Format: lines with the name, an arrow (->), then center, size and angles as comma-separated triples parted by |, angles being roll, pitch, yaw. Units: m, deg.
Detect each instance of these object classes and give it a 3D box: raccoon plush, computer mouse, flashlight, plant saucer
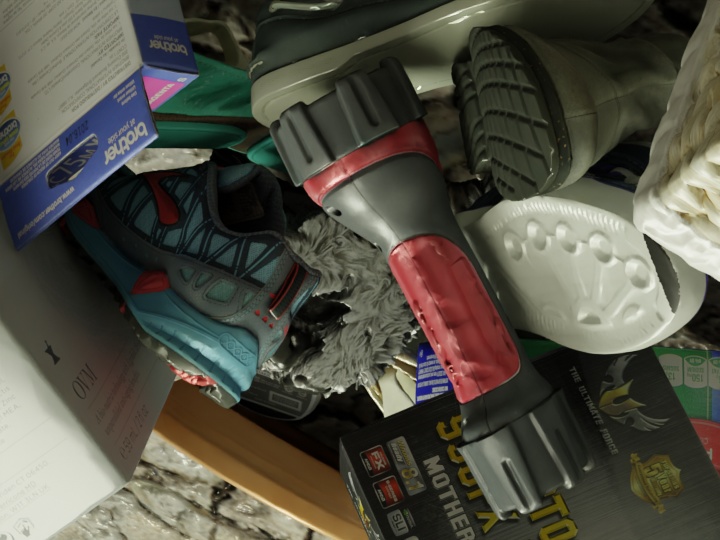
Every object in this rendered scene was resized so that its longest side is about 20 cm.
raccoon plush -> 0.000, 0.000, 1.028 | 0.134, 0.198, 0.098 | -141, 41, -73
computer mouse -> -0.046, 0.012, 1.132 | 0.109, 0.044, 0.201 | 18, 139, 5
flashlight -> 0.033, 0.010, 0.839 | 0.201, 0.067, 0.068 | 63, 159, 1
plant saucer -> -0.048, 0.120, 1.205 | 0.199, 0.038, 0.200 | 29, 178, 1

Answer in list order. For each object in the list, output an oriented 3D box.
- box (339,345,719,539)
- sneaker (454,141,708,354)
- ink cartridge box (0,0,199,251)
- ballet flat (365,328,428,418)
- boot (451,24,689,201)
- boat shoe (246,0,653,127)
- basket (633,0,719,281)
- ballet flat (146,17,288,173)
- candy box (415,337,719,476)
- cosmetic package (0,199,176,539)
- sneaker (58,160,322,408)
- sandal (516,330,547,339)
box -> 0.098, 0.141, 0.881 | 0.157, 0.201, 0.048 | -20, 156, -9
sneaker -> 0.127, -0.025, 0.881 | 0.199, 0.146, 0.081 | -6, 108, 62
ink cartridge box -> -0.137, -0.123, 0.885 | 0.042, 0.202, 0.119 | 6, 151, -44
ballet flat -> 0.057, 0.117, 1.041 | 0.067, 0.062, 0.201 | -31, 92, 36
boot -> 0.110, -0.077, 0.792 | 0.129, 0.200, 0.069 | -11, 96, -2
boat shoe -> 0.037, -0.121, 0.876 | 0.198, 0.062, 0.073 | -17, 155, 22
basket -> 0.238, -0.066, 0.699 | 0.199, 0.199, 0.161 | 34, 143, -8
ballet flat -> -0.054, -0.089, 0.967 | 0.198, 0.071, 0.067 | 8, 167, -33
candy box -> 0.112, 0.139, 0.982 | 0.167, 0.203, 0.077 | 4, 174, -12
cosmetic package -> -0.198, 0.021, 0.937 | 0.122, 0.200, 0.201 | -35, 101, 11
sneaker -> -0.075, -0.013, 0.935 | 0.079, 0.096, 0.200 | 44, -179, -38
sandal -> 0.080, 0.038, 1.061 | 0.079, 0.058, 0.201 | 29, 146, -1
